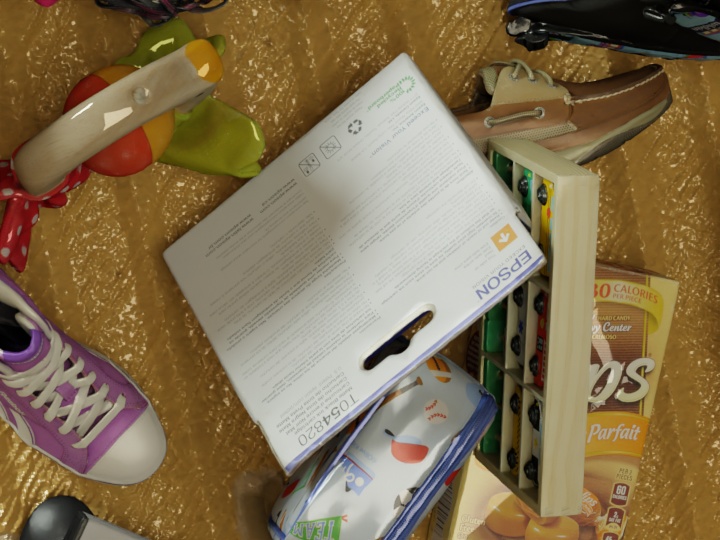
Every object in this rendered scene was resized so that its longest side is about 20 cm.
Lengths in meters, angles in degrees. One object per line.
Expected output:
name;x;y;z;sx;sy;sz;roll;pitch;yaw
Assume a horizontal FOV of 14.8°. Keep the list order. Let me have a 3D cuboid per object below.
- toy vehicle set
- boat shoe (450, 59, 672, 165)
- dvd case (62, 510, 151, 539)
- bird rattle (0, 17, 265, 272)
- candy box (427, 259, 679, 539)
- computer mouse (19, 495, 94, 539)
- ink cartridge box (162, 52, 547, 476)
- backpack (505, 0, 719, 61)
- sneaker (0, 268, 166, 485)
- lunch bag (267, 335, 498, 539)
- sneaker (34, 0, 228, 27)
toy vehicle set;0.103;0.031;1.643;0.026;0.124;0.202;-1;102;-16
boat shoe;0.096;-0.093;1.718;0.199;0.076;0.074;-22;99;-12
dvd case;-0.120;0.248;1.714;0.199;0.018;0.143;26;90;-28
bird rattle;-0.154;-0.084;1.617;0.199;0.163;0.113;-22;84;-20
candy box;0.121;0.090;1.755;0.115;0.055;0.202;11;95;-15
computer mouse;-0.172;0.237;1.710;0.058;0.034;0.202;-12;100;-14
ink cartridge box;0.000;0.000;1.627;0.199;0.200;0.041;-39;138;8
backpack;0.210;-0.197;1.683;0.199;0.182;0.136;5;84;-30
sneaker;-0.188;0.064;1.643;0.200;0.114;0.073;42;84;-17
lunch bag;0.008;0.121;1.662;0.075;0.200;0.161;34;87;-2
sneaker;-0.105;-0.180;1.641;0.198;0.081;0.075;5;70;-14
